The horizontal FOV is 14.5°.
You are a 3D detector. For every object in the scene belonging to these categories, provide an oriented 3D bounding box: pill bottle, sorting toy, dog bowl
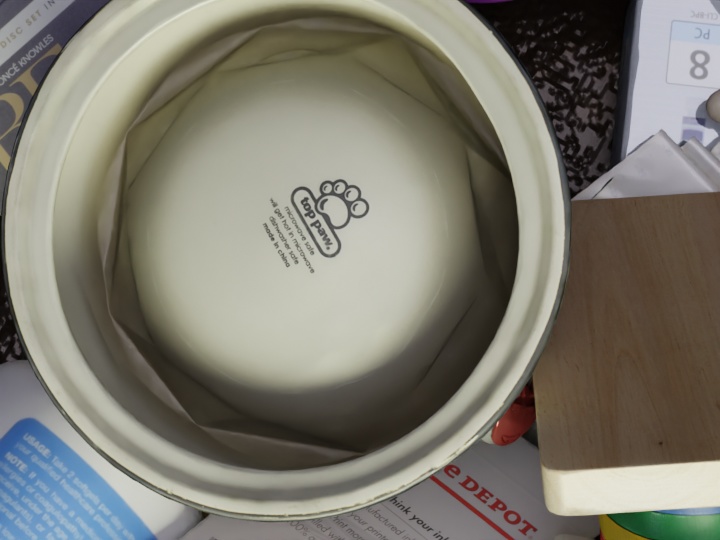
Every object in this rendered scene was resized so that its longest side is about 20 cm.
[{"bbox_3d":[-0.130,0.106,1.089,0.112,0.112,0.200,43,74,1],"label":"pill bottle"},{"bbox_3d":[0.161,0.044,1.030,0.198,0.200,0.070,-4,118,3],"label":"sorting toy"},{"bbox_3d":[-0.022,-0.013,1.001,0.199,0.074,0.201,-1,87,10],"label":"dog bowl"}]

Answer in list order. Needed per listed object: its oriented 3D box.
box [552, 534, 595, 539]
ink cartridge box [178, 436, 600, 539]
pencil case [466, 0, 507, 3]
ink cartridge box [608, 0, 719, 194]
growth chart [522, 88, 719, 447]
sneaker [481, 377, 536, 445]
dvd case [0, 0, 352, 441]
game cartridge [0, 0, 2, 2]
[{"bbox_3d":[0.141,0.220,0.995,0.199,0.131,0.200,12,105,3],"label":"box"},{"bbox_3d":[0.007,0.123,1.079,0.116,0.068,0.200,37,57,26],"label":"ink cartridge box"},{"bbox_3d":[0.058,-0.209,1.112,0.085,0.092,0.201,-23,112,-40],"label":"pencil case"},{"bbox_3d":[0.179,-0.008,1.149,0.159,0.047,0.201,6,85,-2],"label":"ink cartridge box"},{"bbox_3d":[0.113,0.026,1.133,0.199,0.018,0.145,-33,96,10],"label":"growth chart"},{"bbox_3d":[0.000,0.000,1.110,0.082,0.078,0.200,-48,57,11],"label":"sneaker"},{"bbox_3d":[-0.055,-0.039,1.053,0.149,0.016,0.200,-40,81,7],"label":"dvd case"},{"bbox_3d":[-0.076,-0.159,1.089,0.199,0.134,0.041,-7,52,-18],"label":"game cartridge"}]
